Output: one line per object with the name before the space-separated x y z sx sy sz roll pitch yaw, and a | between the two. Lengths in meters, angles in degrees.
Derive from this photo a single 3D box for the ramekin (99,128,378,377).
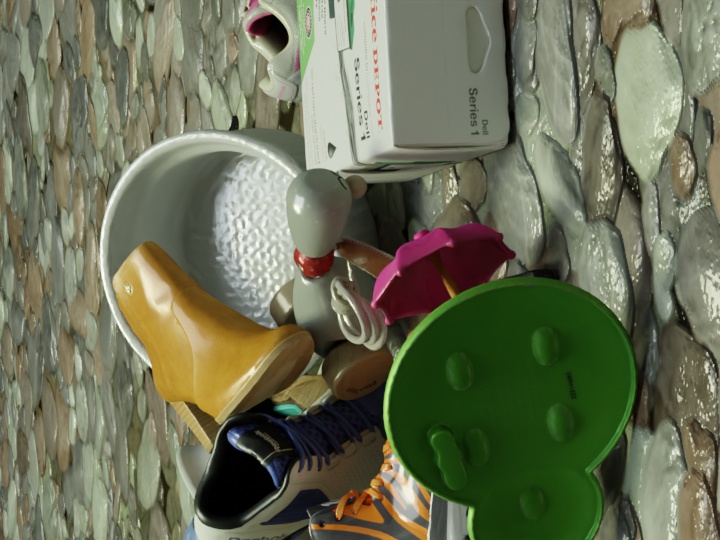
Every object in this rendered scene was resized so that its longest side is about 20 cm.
ramekin | -0.083 -0.012 1.890 0.098 0.200 0.201 -26 -59 -62

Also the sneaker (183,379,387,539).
sneaker | -0.040 0.131 1.761 0.081 0.199 0.115 46 161 22

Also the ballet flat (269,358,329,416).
ballet flat | -0.020 0.087 1.952 0.200 0.068 0.072 -173 101 -76

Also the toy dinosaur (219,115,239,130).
toy dinosaur | -0.080 -0.043 1.997 0.136 0.200 0.102 56 178 40

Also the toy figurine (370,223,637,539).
toy figurine | 0.074 0.055 1.544 0.184 0.150 0.200 -115 9 -61

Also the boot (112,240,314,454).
boot | -0.113 0.038 1.780 0.144 0.071 0.201 56 151 9

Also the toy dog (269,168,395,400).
toy dog | 0.000 0.000 1.727 0.132 0.096 0.200 58 161 12

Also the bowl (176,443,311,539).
bowl | -0.039 0.181 1.891 0.201 0.090 0.201 50 -176 -5

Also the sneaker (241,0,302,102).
sneaker | -0.048 -0.213 1.941 0.081 0.088 0.200 118 146 -57

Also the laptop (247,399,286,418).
laptop | -0.091 0.153 2.090 0.200 0.103 0.177 140 126 -68

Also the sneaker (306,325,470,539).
sneaker | 0.017 0.138 1.715 0.078 0.112 0.200 32 -126 -79

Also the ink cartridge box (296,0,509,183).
ink cartridge box | 0.026 -0.141 1.727 0.200 0.084 0.146 163 104 -72

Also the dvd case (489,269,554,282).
dvd case | 0.099 0.105 1.637 0.143 0.018 0.200 160 107 -72
